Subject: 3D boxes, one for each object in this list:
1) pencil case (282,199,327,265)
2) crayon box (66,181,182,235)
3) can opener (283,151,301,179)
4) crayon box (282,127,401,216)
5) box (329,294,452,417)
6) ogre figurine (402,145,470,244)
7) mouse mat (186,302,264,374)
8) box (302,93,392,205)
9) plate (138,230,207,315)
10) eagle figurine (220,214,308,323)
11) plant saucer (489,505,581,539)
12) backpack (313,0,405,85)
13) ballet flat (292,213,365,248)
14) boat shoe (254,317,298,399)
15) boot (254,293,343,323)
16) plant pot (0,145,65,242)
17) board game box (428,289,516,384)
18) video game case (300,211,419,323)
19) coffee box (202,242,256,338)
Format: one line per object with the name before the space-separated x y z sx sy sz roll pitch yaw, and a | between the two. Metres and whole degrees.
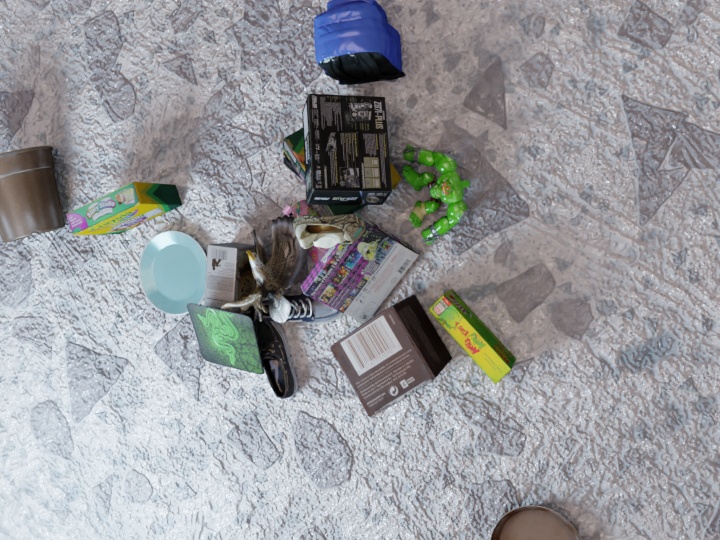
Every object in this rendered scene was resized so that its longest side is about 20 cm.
pencil case | -0.090 -0.065 1.603 0.087 0.087 0.200 -44 82 16
crayon box | -0.546 -0.141 1.699 0.197 0.172 0.059 -21 88 19
can opener | -0.093 -0.201 1.614 0.198 0.079 0.064 32 142 16
crayon box | -0.040 -0.226 1.537 0.171 0.058 0.202 -32 85 -15
box | 0.068 0.171 1.510 0.165 0.200 0.166 -34 85 18
ogre figurine | 0.158 -0.167 1.512 0.118 0.097 0.204 -12 76 36
mouse mat | -0.296 0.154 1.617 0.158 0.008 0.202 11 135 15
box | -0.029 -0.240 1.459 0.160 0.086 0.204 -2 77 -13
plate | -0.443 0.005 1.756 0.196 0.026 0.204 2 95 19
eagle figurine | -0.197 -0.005 1.563 0.149 0.202 0.152 16 140 7
plant saucer | 0.370 0.587 1.534 0.196 0.034 0.205 2 95 17
backpack | -0.015 -0.470 1.483 0.160 0.200 0.171 -9 92 19
ballet flat | -0.080 -0.075 1.464 0.198 0.076 0.068 0 131 40
boat shoe | -0.202 0.199 1.671 0.069 0.066 0.204 -17 89 18
boot | -0.134 0.089 1.626 0.196 0.090 0.074 -5 93 18
plant pot | -0.827 -0.182 1.787 0.197 0.200 0.202 -11 99 18
board game box | 0.232 0.133 1.505 0.048 0.101 0.200 -45 81 17
video game case | 0.000 0.000 1.545 0.201 0.180 0.036 -53 35 15
coffee box | -0.294 0.043 1.664 0.078 0.113 0.204 7 97 17
